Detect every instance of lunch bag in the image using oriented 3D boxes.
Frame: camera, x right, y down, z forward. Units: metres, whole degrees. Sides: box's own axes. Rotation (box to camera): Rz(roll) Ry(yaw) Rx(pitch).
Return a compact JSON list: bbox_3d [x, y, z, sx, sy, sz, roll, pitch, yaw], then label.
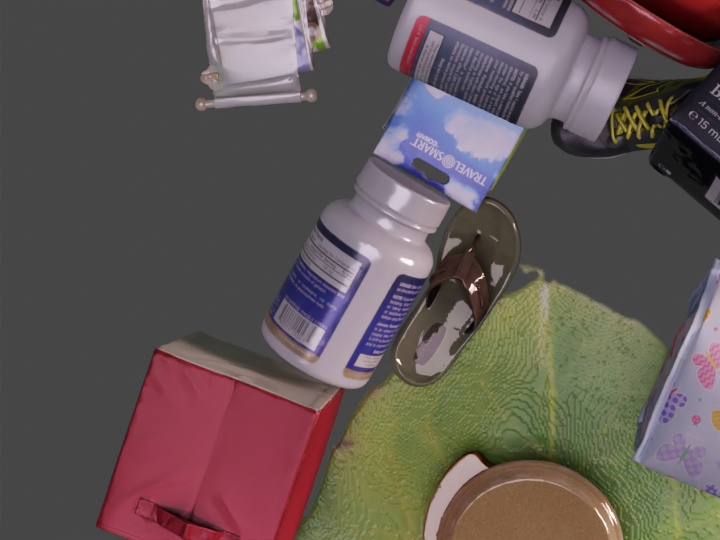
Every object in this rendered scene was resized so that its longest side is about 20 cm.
[{"bbox_3d":[0.366,0.107,1.325,0.169,0.127,0.201,21,113,8],"label":"lunch bag"}]

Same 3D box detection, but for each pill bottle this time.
[{"bbox_3d":[0.000,0.000,1.370,0.119,0.120,0.201,31,104,3],"label":"pill bottle"},{"bbox_3d":[0.135,-0.195,1.263,0.199,0.120,0.120,26,103,4],"label":"pill bottle"}]

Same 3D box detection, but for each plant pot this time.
[{"bbox_3d":[0.286,-0.289,1.234,0.200,0.200,0.183,33,113,3],"label":"plant pot"}]

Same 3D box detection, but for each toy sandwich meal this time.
[{"bbox_3d":[0.160,0.270,1.422,0.204,0.070,0.207,1,101,5],"label":"toy sandwich meal"}]

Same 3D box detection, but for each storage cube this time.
[{"bbox_3d":[-0.131,0.177,1.390,0.170,0.200,0.181,20,96,6],"label":"storage cube"}]

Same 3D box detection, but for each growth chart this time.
[{"bbox_3d":[-0.093,-0.255,1.392,0.144,0.018,0.202,2,101,9],"label":"growth chart"}]

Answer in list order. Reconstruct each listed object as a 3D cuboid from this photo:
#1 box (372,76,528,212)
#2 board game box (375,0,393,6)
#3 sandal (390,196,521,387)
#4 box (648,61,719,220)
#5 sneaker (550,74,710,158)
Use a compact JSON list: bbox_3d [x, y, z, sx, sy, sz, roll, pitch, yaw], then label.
[{"bbox_3d":[0.110,-0.172,1.354,0.121,0.048,0.201,30,102,3],"label":"box"},{"bbox_3d":[0.024,-0.358,1.258,0.056,0.201,0.165,18,124,-38],"label":"board game box"},{"bbox_3d":[0.095,0.026,1.387,0.079,0.057,0.202,26,97,3],"label":"sandal"},{"bbox_3d":[0.383,-0.115,1.192,0.197,0.117,0.200,42,81,12],"label":"box"},{"bbox_3d":[0.273,-0.147,1.313,0.199,0.085,0.075,-10,97,10],"label":"sneaker"}]
